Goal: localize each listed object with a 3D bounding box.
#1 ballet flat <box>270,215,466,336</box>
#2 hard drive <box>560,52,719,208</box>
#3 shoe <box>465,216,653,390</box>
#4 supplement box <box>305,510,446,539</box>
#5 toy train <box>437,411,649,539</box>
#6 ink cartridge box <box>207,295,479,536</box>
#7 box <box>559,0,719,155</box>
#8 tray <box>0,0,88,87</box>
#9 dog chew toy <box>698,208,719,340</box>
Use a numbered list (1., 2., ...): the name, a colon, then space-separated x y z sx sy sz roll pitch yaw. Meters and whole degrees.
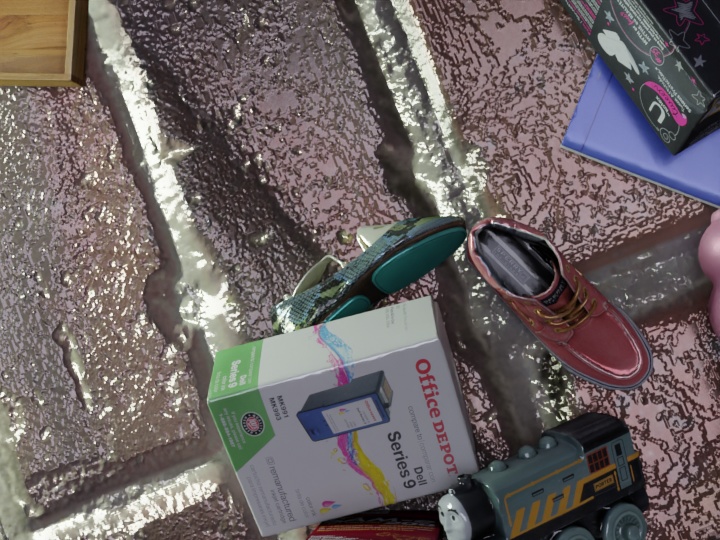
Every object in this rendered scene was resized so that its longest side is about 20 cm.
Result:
1. ballet flat: 0.000 0.000 0.936 0.200 0.074 0.074 -37 84 1
2. hard drive: 0.292 -0.134 0.919 0.199 0.025 0.133 22 91 8
3. shoe: 0.168 0.030 0.896 0.200 0.091 0.072 42 94 7
4. supplement box: 0.013 0.240 0.854 0.108 0.200 0.061 -1 86 7
5. toy train: 0.151 0.196 0.868 0.199 0.085 0.115 -18 97 -25
6. ink cartridge box: -0.011 0.123 0.894 0.199 0.088 0.146 -15 114 4
7. box: 0.263 -0.222 0.858 0.132 0.115 0.201 -30 76 -9
8. tray: -0.360 -0.228 1.004 0.198 0.037 0.099 3 88 7
9. dog chew toy: 0.345 0.037 0.863 0.124 0.125 0.201 -24 77 6
